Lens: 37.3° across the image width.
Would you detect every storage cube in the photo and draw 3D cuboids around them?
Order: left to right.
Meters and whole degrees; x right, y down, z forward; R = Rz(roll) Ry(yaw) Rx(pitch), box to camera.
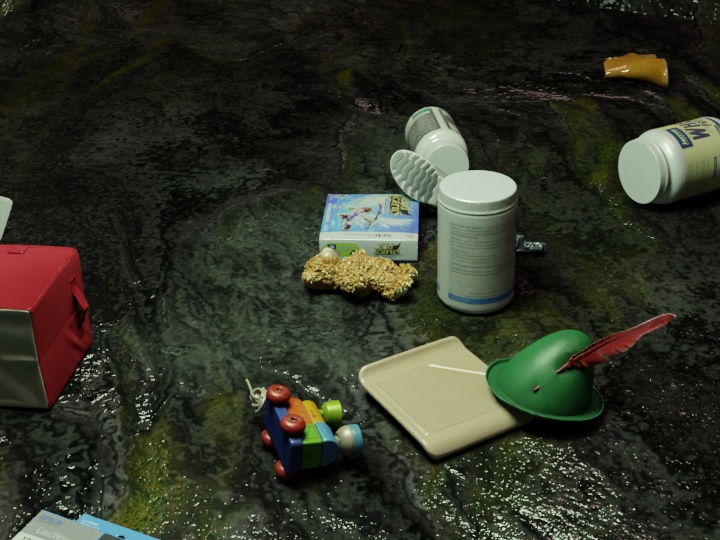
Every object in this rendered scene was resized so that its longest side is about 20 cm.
[{"bbox_3d":[-0.515,0.080,1.569,0.196,0.174,0.181,3,29,7],"label":"storage cube"}]

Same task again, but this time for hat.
[{"bbox_3d":[0.287,0.093,1.472,0.197,0.179,0.166,5,25,-15],"label":"hat"}]

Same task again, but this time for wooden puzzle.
[{"bbox_3d":[0.119,0.179,1.508,0.183,0.038,0.200,-16,37,-26],"label":"wooden puzzle"}]

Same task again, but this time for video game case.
[{"bbox_3d":[0.020,-0.083,1.974,0.178,0.046,0.201,1,29,3],"label":"video game case"}]

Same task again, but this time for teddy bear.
[{"bbox_3d":[0.000,0.000,1.800,0.197,0.068,0.145,15,30,26],"label":"teddy bear"}]

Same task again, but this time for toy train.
[{"bbox_3d":[-0.077,0.194,1.446,0.114,0.086,0.200,-1,27,-21],"label":"toy train"}]

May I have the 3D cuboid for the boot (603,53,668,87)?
[{"bbox_3d":[0.690,-0.499,2.689,0.141,0.072,0.202,-7,25,3],"label":"boot"}]

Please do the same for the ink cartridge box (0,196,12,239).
[{"bbox_3d":[-0.763,-0.126,1.946,0.144,0.087,0.200,14,-5,27],"label":"ink cartridge box"}]

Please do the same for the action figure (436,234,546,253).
[{"bbox_3d":[0.237,-0.086,1.889,0.196,0.107,0.193,6,4,4],"label":"action figure"}]

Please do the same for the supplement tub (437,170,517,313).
[{"bbox_3d":[0.189,-0.045,1.733,0.129,0.203,0.133,-1,28,0],"label":"supplement tub"}]

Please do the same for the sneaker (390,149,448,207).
[{"bbox_3d":[0.139,-0.159,2.037,0.199,0.075,0.082,36,11,-8],"label":"sneaker"}]

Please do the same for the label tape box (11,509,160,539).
[{"bbox_3d":[-0.325,0.335,1.210,0.142,0.064,0.200,12,32,22],"label":"label tape box"}]

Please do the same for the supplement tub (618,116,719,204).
[{"bbox_3d":[0.617,-0.211,2.073,0.197,0.147,0.145,-15,31,-24],"label":"supplement tub"}]

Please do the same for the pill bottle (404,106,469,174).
[{"bbox_3d":[0.159,-0.253,2.202,0.111,0.115,0.201,-4,28,-5],"label":"pill bottle"}]
